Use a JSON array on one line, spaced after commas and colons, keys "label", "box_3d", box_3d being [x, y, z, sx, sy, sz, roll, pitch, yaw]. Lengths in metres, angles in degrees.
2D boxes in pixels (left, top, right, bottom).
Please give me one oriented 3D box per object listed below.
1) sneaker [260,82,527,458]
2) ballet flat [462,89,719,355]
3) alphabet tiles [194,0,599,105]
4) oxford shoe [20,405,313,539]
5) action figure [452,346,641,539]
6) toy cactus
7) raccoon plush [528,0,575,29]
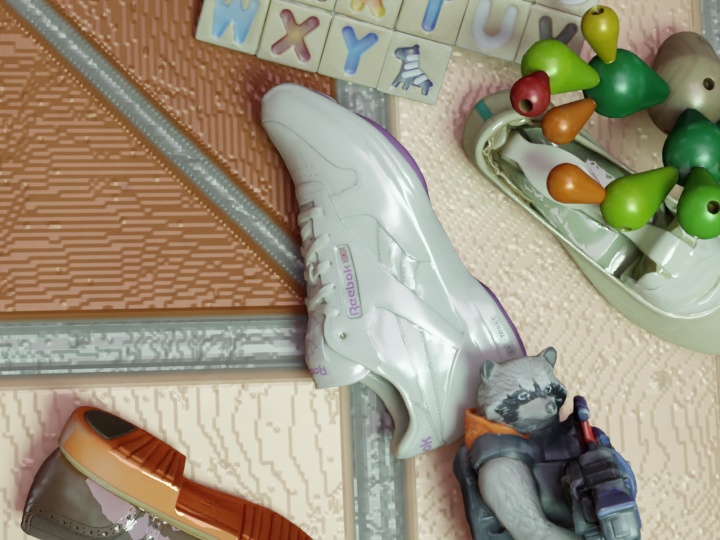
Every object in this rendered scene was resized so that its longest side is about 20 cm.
[{"label": "sneaker", "box_3d": [0.000, 0.000, 0.822, 0.099, 0.075, 0.201, -34, 89, -14]}, {"label": "ballet flat", "box_3d": [0.136, -0.021, 0.855, 0.199, 0.069, 0.070, 35, 78, -4]}, {"label": "alphabet tiles", "box_3d": [0.031, -0.170, 0.841, 0.198, 0.008, 0.169, 14, 113, -8]}, {"label": "oxford shoe", "box_3d": [-0.071, 0.148, 0.801, 0.199, 0.071, 0.073, 35, 97, 0]}, {"label": "action figure", "box_3d": [0.080, 0.134, 0.768, 0.103, 0.200, 0.196, -5, 84, 5]}, {"label": "toy cactus", "box_3d": [0.167, -0.078, 0.826, 0.198, 0.103, 0.166, 19, 34, -5]}, {"label": "raccoon plush", "box_3d": [0.028, -0.213, 0.853, 0.132, 0.097, 0.202, -16, 86, -4]}]
